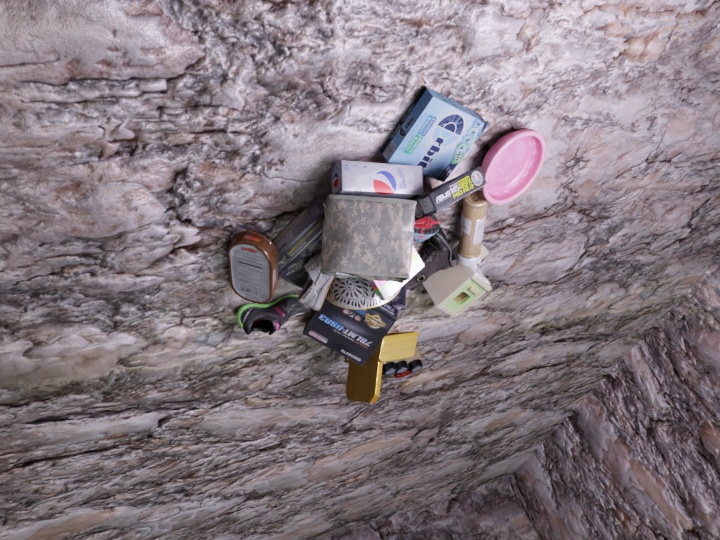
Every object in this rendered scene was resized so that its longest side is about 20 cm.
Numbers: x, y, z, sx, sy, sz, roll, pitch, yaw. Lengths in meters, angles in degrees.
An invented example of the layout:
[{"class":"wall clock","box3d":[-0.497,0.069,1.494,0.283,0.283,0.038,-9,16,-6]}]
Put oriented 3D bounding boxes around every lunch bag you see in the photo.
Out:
[{"class":"lunch bag","box3d":[0.011,-0.067,1.309,0.193,0.170,0.118,6,174,-5]}]

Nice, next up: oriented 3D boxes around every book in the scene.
[{"class":"book","box3d":[0.045,-0.054,1.413,0.133,0.048,0.203,-39,107,-24]}]

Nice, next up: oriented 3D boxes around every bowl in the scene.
[{"class":"bowl","box3d":[0.000,0.000,1.511,0.195,0.201,0.097,-16,120,-18]}]

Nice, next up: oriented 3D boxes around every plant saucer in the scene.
[{"class":"plant saucer","box3d":[0.370,-0.262,1.539,0.196,0.051,0.204,-23,139,-21]}]

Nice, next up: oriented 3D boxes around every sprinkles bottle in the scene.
[{"class":"sprinkles bottle","box3d":[0.295,-0.110,1.642,0.066,0.069,0.205,-16,132,-18]}]

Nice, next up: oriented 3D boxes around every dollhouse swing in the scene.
[{"class":"dollhouse swing","box3d":[0.060,0.277,1.792,0.177,0.182,0.198,-3,174,-32]}]

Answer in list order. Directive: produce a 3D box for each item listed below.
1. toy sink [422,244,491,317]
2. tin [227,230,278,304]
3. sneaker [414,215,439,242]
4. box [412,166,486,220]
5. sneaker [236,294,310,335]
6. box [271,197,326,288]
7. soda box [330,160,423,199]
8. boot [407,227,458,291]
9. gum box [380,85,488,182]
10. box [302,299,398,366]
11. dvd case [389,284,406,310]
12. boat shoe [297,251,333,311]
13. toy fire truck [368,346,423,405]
[{"class":"toy sink","box3d":[0.298,0.023,1.791,0.199,0.113,0.129,-42,144,15]},{"class":"tin","box3d":[-0.239,-0.002,1.382,0.108,0.043,0.203,12,137,3]},{"class":"sneaker","box3d":[0.095,-0.096,1.528,0.194,0.082,0.096,5,152,-23]},{"class":"box","box3d":[0.169,-0.162,1.409,0.158,0.045,0.199,-30,-174,-26]},{"class":"sneaker","box3d":[-0.212,0.120,1.558,0.194,0.085,0.078,-13,143,-23]},{"class":"box","box3d":[-0.117,-0.057,1.447,0.199,0.049,0.157,-42,142,15]},{"class":"soda box","box3d":[0.037,-0.192,1.337,0.194,0.066,0.068,1,174,-24]},{"class":"boot","box3d":[0.167,-0.026,1.680,0.170,0.070,0.201,-27,139,8]},{"class":"gum box","box3d":[0.165,-0.294,1.372,0.196,0.045,0.171,9,128,-43]},{"class":"box","box3d":[-0.028,0.136,1.656,0.196,0.050,0.201,30,121,-9]},{"class":"dvd case","box3d":[0.055,0.053,1.700,0.143,0.016,0.203,-7,142,-3]},{"class":"boat shoe","box3d":[-0.096,0.000,1.428,0.067,0.071,0.205,16,114,-14]},{"class":"toy fire truck","box3d":[0.090,0.332,2.017,0.172,0.132,0.200,1,146,-36]}]
